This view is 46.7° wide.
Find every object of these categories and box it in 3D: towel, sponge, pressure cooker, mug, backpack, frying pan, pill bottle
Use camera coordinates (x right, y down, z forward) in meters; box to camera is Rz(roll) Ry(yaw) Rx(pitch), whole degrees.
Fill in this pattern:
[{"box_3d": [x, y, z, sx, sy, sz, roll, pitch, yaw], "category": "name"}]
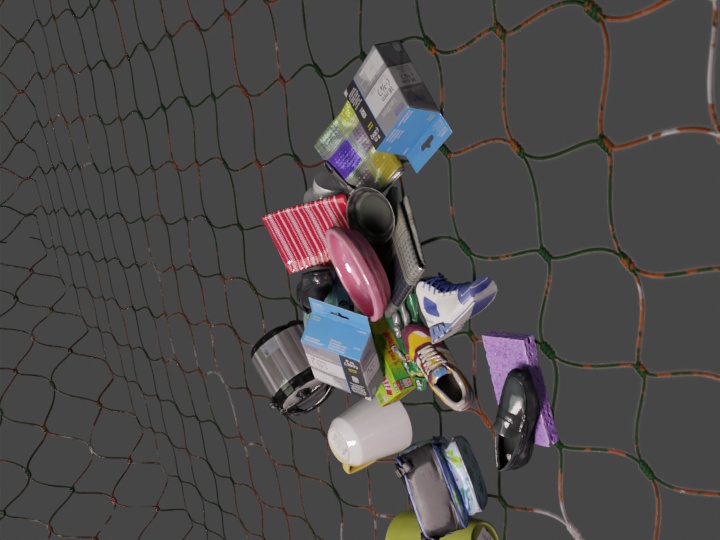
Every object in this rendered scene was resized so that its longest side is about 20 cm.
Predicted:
[{"box_3d": [-0.089, -0.072, 1.700, 0.199, 0.023, 0.145, -13, 116, 23], "category": "towel"}, {"box_3d": [0.283, 0.209, 1.486, 0.111, 0.030, 0.202, -1, 107, 57], "category": "sponge"}, {"box_3d": [-0.153, 0.244, 2.009, 0.201, 0.178, 0.176, 55, 142, 22], "category": "pressure cooker"}, {"box_3d": [0.015, 0.376, 1.855, 0.149, 0.152, 0.188, 9, 114, 53], "category": "mug"}, {"box_3d": [0.166, 0.415, 1.641, 0.200, 0.146, 0.184, 17, -129, -80], "category": "backpack"}, {"box_3d": [-0.007, -0.125, 1.614, 0.190, 0.031, 0.116, 35, 127, 23], "category": "frying pan"}, {"box_3d": [-0.069, -0.104, 1.759, 0.112, 0.112, 0.201, 43, 139, 35], "category": "pill bottle"}, {"box_3d": [0.067, -0.036, 1.633, 0.193, 0.034, 0.201, 119, 142, -52], "category": "towel"}, {"box_3d": [-0.005, -0.224, 1.641, 0.144, 0.023, 0.201, -45, 67, 33], "category": "towel"}]

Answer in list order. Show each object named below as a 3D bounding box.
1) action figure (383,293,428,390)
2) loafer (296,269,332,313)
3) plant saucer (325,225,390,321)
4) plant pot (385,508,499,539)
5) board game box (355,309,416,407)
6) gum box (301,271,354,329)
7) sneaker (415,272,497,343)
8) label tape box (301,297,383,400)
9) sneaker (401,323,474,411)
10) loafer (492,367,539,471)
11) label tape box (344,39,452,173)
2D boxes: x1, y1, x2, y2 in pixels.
[{"box_3d": [0.101, 0.152, 1.706, 0.118, 0.054, 0.201, -9, 103, 54], "category": "action figure"}, {"box_3d": [-0.094, 0.044, 1.756, 0.201, 0.068, 0.071, 133, 129, -71], "category": "loafer"}, {"box_3d": [0.000, 0.000, 1.615, 0.201, 0.051, 0.201, 57, 166, 23], "category": "plant saucer"}, {"box_3d": [0.183, 0.573, 1.716, 0.199, 0.186, 0.188, -28, 84, 43], "category": "plant pot"}, {"box_3d": [0.042, 0.181, 1.792, 0.201, 0.047, 0.102, 65, 148, 16], "category": "board game box"}, {"box_3d": [-0.074, 0.086, 1.872, 0.200, 0.044, 0.171, 180, 87, -65], "category": "gum box"}, {"box_3d": [0.157, 0.049, 1.537, 0.116, 0.080, 0.200, 59, 147, 13], "category": "sneaker"}, {"box_3d": [-0.042, 0.161, 1.689, 0.143, 0.063, 0.201, 17, 143, 28], "category": "label tape box"}, {"box_3d": [0.147, 0.179, 1.599, 0.200, 0.075, 0.090, 50, -177, 16], "category": "sneaker"}, {"box_3d": [0.266, 0.264, 1.448, 0.068, 0.070, 0.202, 28, 130, 45], "category": "loafer"}, {"box_3d": [0.064, -0.289, 1.509, 0.201, 0.063, 0.144, 62, 147, 13], "category": "label tape box"}]
